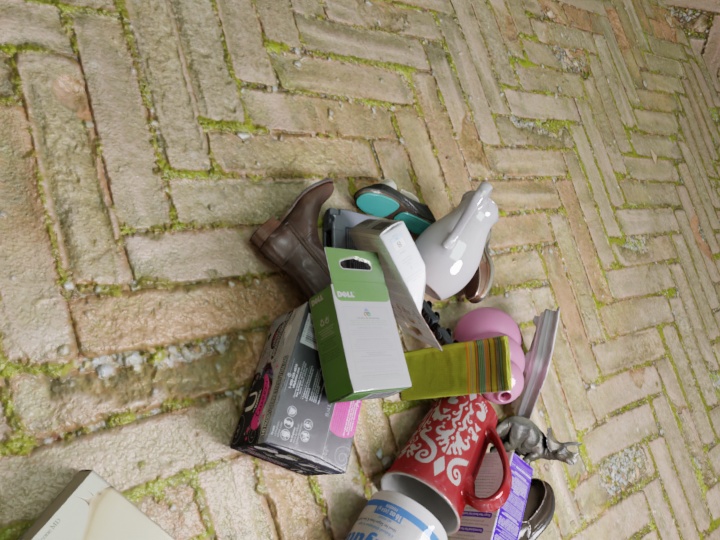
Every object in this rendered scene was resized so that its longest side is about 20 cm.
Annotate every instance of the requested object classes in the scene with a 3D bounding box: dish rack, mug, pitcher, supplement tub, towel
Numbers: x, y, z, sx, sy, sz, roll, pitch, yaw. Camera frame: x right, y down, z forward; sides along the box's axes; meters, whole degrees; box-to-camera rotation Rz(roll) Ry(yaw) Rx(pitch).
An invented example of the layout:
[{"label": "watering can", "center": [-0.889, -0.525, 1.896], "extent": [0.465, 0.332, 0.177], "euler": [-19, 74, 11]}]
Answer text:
[{"label": "dish rack", "center": [0.328, 0.179, 1.088], "extent": [0.043, 0.201, 0.172], "euler": [14, 45, 15]}, {"label": "mug", "center": [0.154, 0.304, 0.918], "extent": [0.177, 0.134, 0.200], "euler": [25, 45, 17]}, {"label": "pitcher", "center": [0.169, -0.056, 1.020], "extent": [0.121, 0.172, 0.201], "euler": [35, 82, 17]}, {"label": "supplement tub", "center": [0.024, 0.423, 0.786], "extent": [0.132, 0.132, 0.200], "euler": [50, 51, -12]}, {"label": "towel", "center": [0.149, 0.161, 0.933], "extent": [0.018, 0.199, 0.087], "euler": [26, 57, -49]}]

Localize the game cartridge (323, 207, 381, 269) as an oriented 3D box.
[{"label": "game cartridge", "center": [0.000, 0.000, 0.981], "extent": [0.132, 0.041, 0.202], "euler": [9, 69, -31]}]

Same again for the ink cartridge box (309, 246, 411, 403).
[{"label": "ink cartridge box", "center": [-0.007, 0.074, 0.787], "extent": [0.103, 0.059, 0.202], "euler": [4, 64, -39]}]

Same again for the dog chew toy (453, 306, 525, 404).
[{"label": "dog chew toy", "center": [0.233, 0.154, 1.011], "extent": [0.124, 0.124, 0.200], "euler": [38, 22, -20]}]

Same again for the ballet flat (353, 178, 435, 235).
[{"label": "ballet flat", "center": [0.061, -0.124, 1.058], "extent": [0.199, 0.068, 0.069], "euler": [23, 51, -41]}]

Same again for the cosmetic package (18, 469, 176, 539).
[{"label": "cosmetic package", "center": [-0.268, 0.327, 0.639], "extent": [0.200, 0.073, 0.104], "euler": [47, 52, -15]}]

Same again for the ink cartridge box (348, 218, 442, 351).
[{"label": "ink cartridge box", "center": [0.065, 0.016, 0.889], "extent": [0.047, 0.160, 0.201], "euler": [-33, 104, -12]}]

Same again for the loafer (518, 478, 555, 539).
[{"label": "loafer", "center": [0.279, 0.438, 1.010], "extent": [0.200, 0.073, 0.072], "euler": [-44, 103, -38]}]

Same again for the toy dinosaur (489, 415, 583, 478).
[{"label": "toy dinosaur", "center": [0.293, 0.309, 1.051], "extent": [0.199, 0.077, 0.103], "euler": [29, 90, -5]}]

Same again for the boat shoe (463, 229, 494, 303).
[{"label": "boat shoe", "center": [0.214, -0.029, 1.135], "extent": [0.071, 0.076, 0.201], "euler": [21, 53, -25]}]

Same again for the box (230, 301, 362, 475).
[{"label": "box", "center": [-0.079, 0.170, 0.810], "extent": [0.132, 0.114, 0.201], "euler": [30, 56, -24]}]

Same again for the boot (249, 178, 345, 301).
[{"label": "boot", "center": [-0.047, -0.028, 0.909], "extent": [0.200, 0.064, 0.186], "euler": [44, 66, 4]}]

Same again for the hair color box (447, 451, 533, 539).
[{"label": "hair color box", "center": [0.205, 0.405, 0.943], "extent": [0.065, 0.109, 0.201], "euler": [42, 54, -19]}]

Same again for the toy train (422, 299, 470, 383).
[{"label": "toy train", "center": [0.146, 0.132, 0.989], "extent": [0.034, 0.046, 0.201], "euler": [-4, 45, -31]}]
